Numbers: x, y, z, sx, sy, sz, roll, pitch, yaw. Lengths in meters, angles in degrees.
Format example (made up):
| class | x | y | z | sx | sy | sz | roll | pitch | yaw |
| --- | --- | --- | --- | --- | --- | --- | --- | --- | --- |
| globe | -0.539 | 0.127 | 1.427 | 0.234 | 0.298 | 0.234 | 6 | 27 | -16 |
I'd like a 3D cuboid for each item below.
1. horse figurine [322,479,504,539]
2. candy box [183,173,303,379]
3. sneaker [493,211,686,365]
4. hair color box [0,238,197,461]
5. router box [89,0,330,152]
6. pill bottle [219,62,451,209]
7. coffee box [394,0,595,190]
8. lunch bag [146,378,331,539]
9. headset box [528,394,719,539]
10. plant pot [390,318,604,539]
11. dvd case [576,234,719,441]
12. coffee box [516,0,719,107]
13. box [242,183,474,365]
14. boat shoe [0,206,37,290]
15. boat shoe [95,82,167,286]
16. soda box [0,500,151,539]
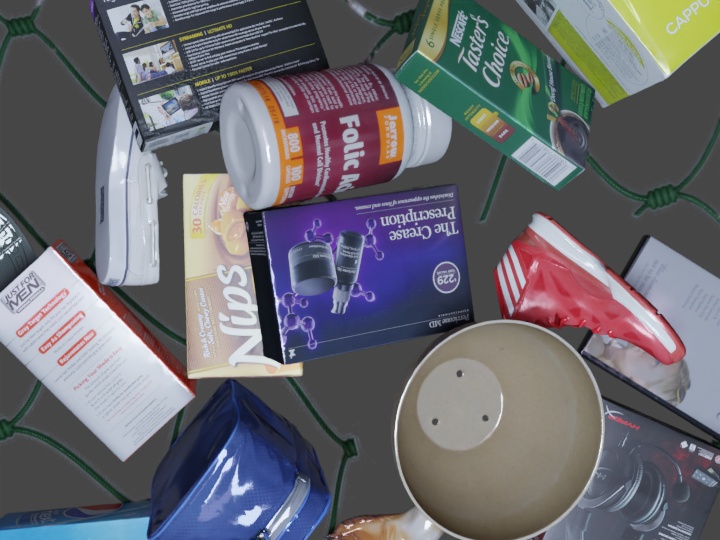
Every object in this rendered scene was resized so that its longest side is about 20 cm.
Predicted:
| class | x | y | z | sx | sy | sz | roll | pitch | yaw |
| --- | --- | --- | --- | --- | --- | --- | --- | --- | --- |
| horse figurine | 0.077 | 0.274 | 0.908 | 0.199 | 0.050 | 0.133 | -36 | 72 | 9 |
| candy box | -0.116 | 0.004 | 0.897 | 0.114 | 0.055 | 0.203 | -1 | 93 | -2 |
| sneaker | 0.216 | 0.046 | 0.894 | 0.200 | 0.078 | 0.116 | 45 | 102 | 21 |
| hair color box | -0.264 | 0.078 | 0.879 | 0.101 | 0.061 | 0.200 | -41 | 104 | 0 |
| router box | -0.141 | -0.217 | 0.864 | 0.198 | 0.051 | 0.151 | -20 | 93 | -18 |
| pill bottle | -0.021 | -0.131 | 0.837 | 0.198 | 0.114 | 0.116 | -15 | 93 | -25 |
| coffee box | 0.132 | -0.177 | 0.848 | 0.199 | 0.044 | 0.124 | 32 | 50 | -15 |
| lunch bag | -0.106 | 0.208 | 0.832 | 0.132 | 0.200 | 0.136 | 39 | 93 | -15 |
| headset box | 0.259 | 0.242 | 0.904 | 0.147 | 0.077 | 0.202 | 24 | 90 | -2 |
| plant pot | 0.114 | 0.142 | 0.862 | 0.197 | 0.134 | 0.203 | 0 | 92 | -11 |
| dvd case | 0.343 | 0.075 | 0.928 | 0.199 | 0.018 | 0.144 | 31 | 91 | -2 |
| coffee box | 0.263 | -0.299 | 0.821 | 0.199 | 0.198 | 0.201 | -39 | 92 | 1 |
| box | 0.000 | 0.000 | 0.858 | 0.198 | 0.079 | 0.143 | -10 | 97 | -21 |
| boat shoe | -0.403 | -0.054 | 0.886 | 0.202 | 0.065 | 0.075 | 43 | 81 | -17 |
| boat shoe | -0.223 | -0.085 | 0.889 | 0.065 | 0.072 | 0.203 | 4 | 78 | -31 |
| soda box | -0.267 | 0.277 | 0.902 | 0.197 | 0.064 | 0.069 | -5 | 92 | -1 |
